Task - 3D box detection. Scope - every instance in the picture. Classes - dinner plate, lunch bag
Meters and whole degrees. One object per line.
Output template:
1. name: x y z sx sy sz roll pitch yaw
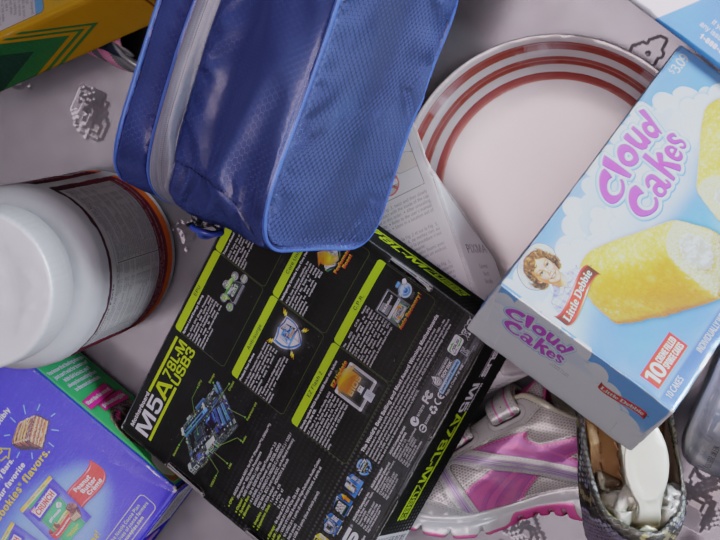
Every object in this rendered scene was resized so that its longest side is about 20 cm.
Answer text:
1. dinner plate: 0.120 -0.044 1.142 0.198 0.024 0.202 2 98 13
2. lunch bag: -0.050 -0.106 1.039 0.132 0.136 0.201 27 102 27

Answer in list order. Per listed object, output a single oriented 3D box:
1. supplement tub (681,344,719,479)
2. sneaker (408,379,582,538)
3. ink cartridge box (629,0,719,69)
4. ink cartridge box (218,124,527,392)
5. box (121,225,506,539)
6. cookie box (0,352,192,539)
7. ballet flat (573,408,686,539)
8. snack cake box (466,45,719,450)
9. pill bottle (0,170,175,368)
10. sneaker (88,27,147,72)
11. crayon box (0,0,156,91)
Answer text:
1. supplement tub: 0.296 0.092 1.069 0.199 0.122 0.123 22 101 9
2. sneaker: 0.093 0.111 1.144 0.198 0.081 0.089 -7 94 5
3. ink cartridge box: 0.236 -0.221 1.063 0.145 0.084 0.200 38 104 8
4. ink cartridge box: 0.000 0.000 1.155 0.160 0.050 0.201 -25 76 27
5. box: -0.029 0.066 1.120 0.193 0.047 0.201 36 107 28
6. cookie box: -0.230 0.133 1.216 0.200 0.075 0.172 39 104 5
7. ballet flat: 0.154 0.070 1.072 0.071 0.072 0.202 -9 73 14
8. snack cake box: 0.164 -0.015 1.035 0.115 0.067 0.200 37 63 4
9. pill bottle: -0.192 -0.001 1.126 0.109 0.200 0.111 2 97 13
10. sneaker: -0.154 -0.164 1.158 0.199 0.082 0.071 20 101 14
11. crayon box: -0.189 -0.191 1.125 0.199 0.052 0.127 -20 63 24
